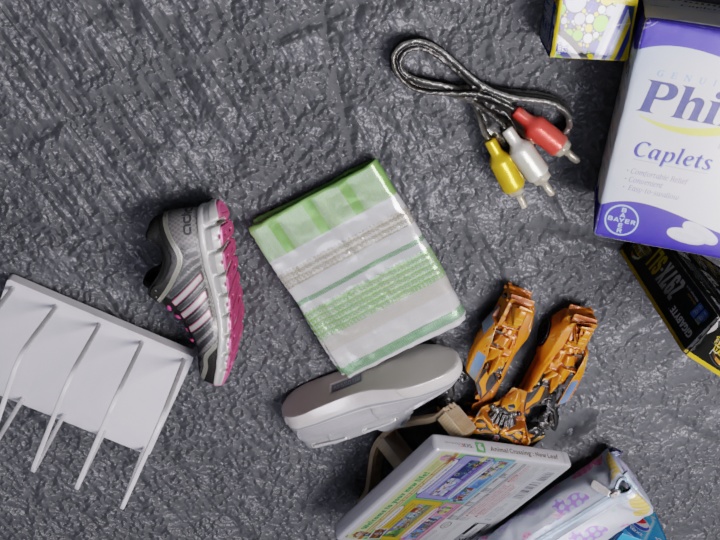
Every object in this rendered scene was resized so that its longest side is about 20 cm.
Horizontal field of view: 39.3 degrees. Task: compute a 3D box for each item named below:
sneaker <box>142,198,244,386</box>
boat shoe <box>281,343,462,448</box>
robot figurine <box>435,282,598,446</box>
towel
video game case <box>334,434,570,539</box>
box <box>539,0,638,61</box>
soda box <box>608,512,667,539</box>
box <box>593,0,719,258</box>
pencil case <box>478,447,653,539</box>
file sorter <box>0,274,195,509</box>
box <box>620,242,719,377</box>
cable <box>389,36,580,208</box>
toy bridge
[{"bbox_3d":[-0.165,0.023,0.988,0.087,0.074,0.200,1,120,5],"label":"sneaker"},{"bbox_3d":[0.018,0.139,1.057,0.200,0.072,0.069,-23,121,9],"label":"boat shoe"},{"bbox_3d":[0.160,0.115,1.056,0.145,0.058,0.200,16,116,-9],"label":"robot figurine"},{"bbox_3d":[0.000,0.000,1.009,0.149,0.031,0.200,-27,114,9],"label":"towel"},{"bbox_3d":[0.097,0.242,1.086,0.182,0.022,0.200,13,135,-31],"label":"video game case"},{"bbox_3d":[0.199,-0.281,0.838,0.070,0.064,0.200,2,119,-3],"label":"box"},{"bbox_3d":[0.279,0.368,1.197,0.068,0.064,0.200,20,117,-13],"label":"soda box"},{"bbox_3d":[0.313,-0.121,0.879,0.184,0.105,0.200,12,117,10],"label":"box"},{"bbox_3d":[0.227,0.285,1.123,0.200,0.091,0.083,-37,89,10],"label":"pencil case"},{"bbox_3d":[-0.290,0.124,0.996,0.200,0.125,0.139,24,115,-8],"label":"file sorter"},{"bbox_3d":[0.342,0.047,0.946,0.160,0.200,0.049,32,112,-18],"label":"box"},{"bbox_3d":[0.120,-0.149,0.914,0.200,0.050,0.097,40,109,-22],"label":"cable"},{"bbox_3d":[0.046,0.204,1.098,0.067,0.027,0.200,50,129,17],"label":"toy bridge"}]
